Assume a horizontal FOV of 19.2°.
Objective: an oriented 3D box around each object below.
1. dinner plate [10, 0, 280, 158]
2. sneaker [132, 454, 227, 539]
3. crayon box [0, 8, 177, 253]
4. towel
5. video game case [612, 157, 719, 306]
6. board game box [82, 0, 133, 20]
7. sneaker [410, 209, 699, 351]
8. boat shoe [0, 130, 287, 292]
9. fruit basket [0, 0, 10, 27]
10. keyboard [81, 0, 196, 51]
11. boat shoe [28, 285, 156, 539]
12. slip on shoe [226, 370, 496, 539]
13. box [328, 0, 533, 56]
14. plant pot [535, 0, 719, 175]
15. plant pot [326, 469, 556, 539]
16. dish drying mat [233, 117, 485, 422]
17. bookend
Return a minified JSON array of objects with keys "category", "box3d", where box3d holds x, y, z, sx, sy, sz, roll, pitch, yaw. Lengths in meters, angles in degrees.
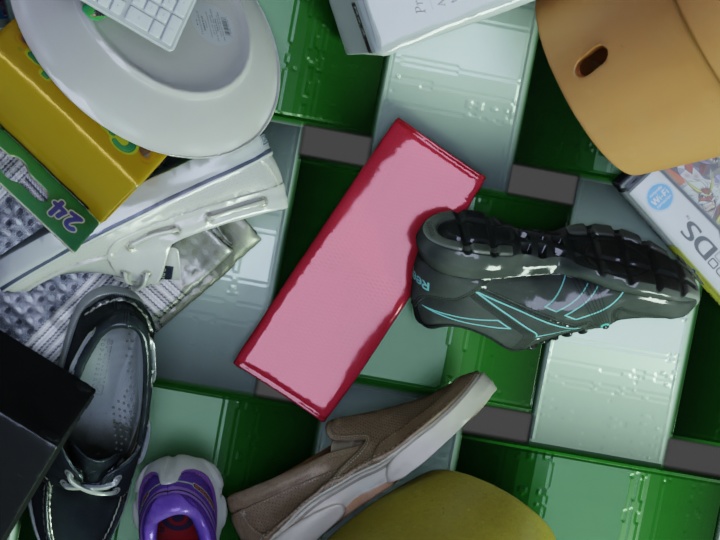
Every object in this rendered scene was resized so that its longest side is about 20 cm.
[{"category":"dinner plate","box3d":[-0.129,-0.161,1.337,0.200,0.200,0.024,46,131,-8]},{"category":"sneaker","box3d":[-0.121,0.225,1.411,0.080,0.084,0.201,-7,111,3]},{"category":"crayon box","box3d":[-0.164,-0.118,1.330,0.126,0.200,0.052,44,133,-8]},{"category":"towel","box3d":[-0.196,-0.030,1.412,0.200,0.035,0.193,-42,97,0]},{"category":"video game case","box3d":[0.304,-0.061,1.451,0.200,0.026,0.181,-43,97,1]},{"category":"board game box","box3d":[-0.145,-0.273,1.330,0.026,0.200,0.201,-20,100,42]},{"category":"sneaker","box3d":[0.129,0.012,1.434,0.199,0.076,0.080,9,119,-8]},{"category":"boat shoe","box3d":[-0.140,-0.021,1.375,0.199,0.071,0.070,-26,98,-7]},{"category":"fruit basket","box3d":[-0.261,-0.236,1.303,0.093,0.200,0.186,-24,97,-2]},{"category":"keyboard","box3d":[-0.183,-0.200,1.241,0.199,0.011,0.057,29,70,-23]},{"category":"boat shoe","box3d":[-0.178,0.112,1.401,0.075,0.060,0.201,3,108,-15]},{"category":"slip on shoe","box3d":[0.000,0.123,1.429,0.200,0.076,0.061,-38,86,6]},{"category":"box","box3d":[0.028,-0.247,1.324,0.130,0.200,0.200,-19,98,-4]},{"category":"plant pot","box3d":[0.205,-0.151,1.356,0.140,0.200,0.201,-28,98,23]},{"category":"plant pot","box3d":[0.053,0.217,1.395,0.200,0.200,0.142,33,66,-7]},{"category":"dish drying mat","box3d":[0.000,0.000,1.439,0.077,0.018,0.200,33,93,-8]},{"category":"bookend","box3d":[-0.306,0.117,1.348,0.198,0.092,0.201,31,111,-2]}]
